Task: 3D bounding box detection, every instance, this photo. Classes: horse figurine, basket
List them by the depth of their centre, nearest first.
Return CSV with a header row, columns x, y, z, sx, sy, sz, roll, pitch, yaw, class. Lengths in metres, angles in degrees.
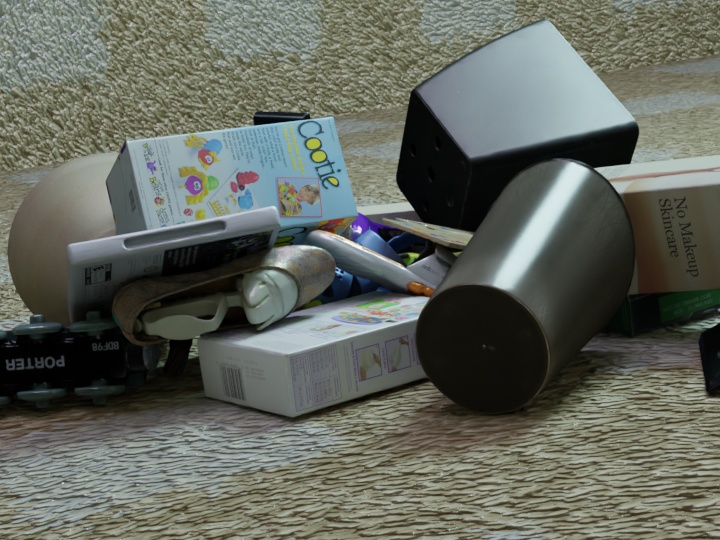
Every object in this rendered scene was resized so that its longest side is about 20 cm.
x,y,z,sx,sy,sz,roll,pitch,yaw,class
0.132,0.025,1.451,0.136,0.180,0.200,18,30,17,basket
-0.098,0.055,1.694,0.200,0.050,0.133,-7,18,-16,horse figurine

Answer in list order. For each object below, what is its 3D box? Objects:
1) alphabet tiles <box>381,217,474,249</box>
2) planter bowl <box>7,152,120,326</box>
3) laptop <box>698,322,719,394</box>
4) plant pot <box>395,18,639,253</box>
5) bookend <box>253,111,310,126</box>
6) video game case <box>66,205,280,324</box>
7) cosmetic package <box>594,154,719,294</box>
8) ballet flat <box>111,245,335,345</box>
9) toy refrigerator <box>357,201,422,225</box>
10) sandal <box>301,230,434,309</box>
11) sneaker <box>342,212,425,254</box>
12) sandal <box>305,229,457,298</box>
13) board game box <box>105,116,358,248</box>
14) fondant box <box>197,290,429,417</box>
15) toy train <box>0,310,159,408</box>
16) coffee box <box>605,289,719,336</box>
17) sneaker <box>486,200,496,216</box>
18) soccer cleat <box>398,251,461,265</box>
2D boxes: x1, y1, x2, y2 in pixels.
x,y,z,sx,sy,sz,roll,pitch,yaw,class
0.121,-0.024,1.672,0.166,0.006,0.200,10,6,-28,alphabet tiles
-0.234,0.000,1.725,0.200,0.200,0.135,-10,24,-16,planter bowl
0.387,0.065,1.431,0.200,0.103,0.177,-31,5,13,laptop
0.151,-0.118,1.872,0.177,0.200,0.200,-15,49,-24,plant pot
-0.146,-0.057,1.908,0.200,0.199,0.092,-17,17,-40,bookend
-0.170,-0.002,1.574,0.182,0.023,0.200,-11,-15,-12,video game case
0.289,-0.041,1.549,0.200,0.103,0.087,-6,19,33,cosmetic package
-0.115,0.030,1.535,0.200,0.068,0.067,-14,28,-3,ballet flat
0.050,-0.037,2.011,0.200,0.076,0.070,-6,11,8,toy refrigerator
0.000,0.000,1.691,0.200,0.087,0.079,2,18,-39,sandal
0.028,-0.023,1.884,0.099,0.070,0.200,3,-5,5,sneaker
0.051,-0.005,1.625,0.207,0.059,0.079,27,-12,-13,sandal
-0.120,-0.066,1.634,0.200,0.105,0.103,-8,-16,-22,board game box
-0.020,0.069,1.542,0.200,0.058,0.144,-15,13,-33,fondant box
-0.281,0.081,1.604,0.200,0.085,0.114,-6,1,7,toy train
0.242,0.017,1.686,0.123,0.044,0.200,-15,14,-29,coffee box
0.177,-0.054,1.670,0.089,0.079,0.200,18,7,24,sneaker
0.096,0.012,1.817,0.200,0.065,0.084,-12,-21,2,soccer cleat
